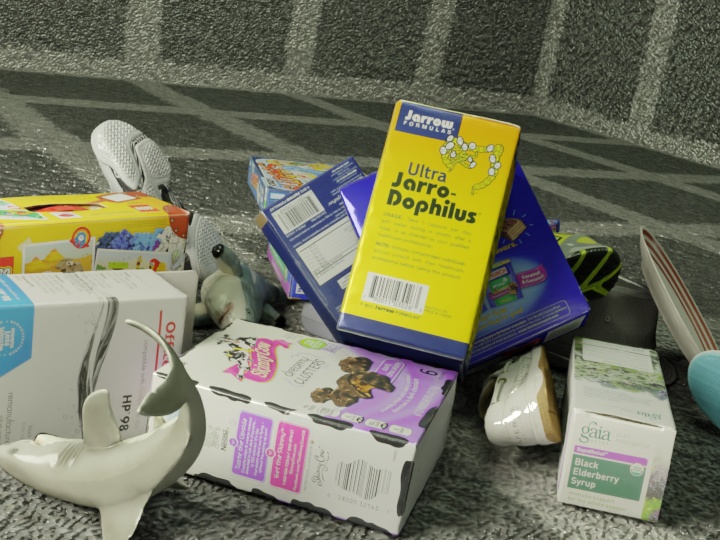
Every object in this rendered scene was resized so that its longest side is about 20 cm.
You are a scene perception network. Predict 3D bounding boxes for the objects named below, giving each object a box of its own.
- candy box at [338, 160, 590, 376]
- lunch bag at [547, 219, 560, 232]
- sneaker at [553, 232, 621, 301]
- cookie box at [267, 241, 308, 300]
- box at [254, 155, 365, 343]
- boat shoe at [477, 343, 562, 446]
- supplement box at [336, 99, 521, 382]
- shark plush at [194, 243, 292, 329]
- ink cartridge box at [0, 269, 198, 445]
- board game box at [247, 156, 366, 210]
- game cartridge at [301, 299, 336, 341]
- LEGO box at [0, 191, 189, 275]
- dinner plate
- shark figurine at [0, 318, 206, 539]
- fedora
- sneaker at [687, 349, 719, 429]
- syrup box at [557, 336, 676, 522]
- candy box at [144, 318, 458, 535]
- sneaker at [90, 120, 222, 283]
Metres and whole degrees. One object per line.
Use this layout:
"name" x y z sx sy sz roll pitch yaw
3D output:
"candy box" 0.094 -0.012 0.989 0.168 0.202 0.077 -22 -15 -2
"lunch bag" 0.140 -0.022 1.400 0.199 0.095 0.150 9 15 37
"sneaker" 0.166 0.001 1.090 0.198 0.076 0.076 -2 23 -23
"cookie box" 0.007 -0.019 1.172 0.198 0.076 0.171 5 15 -14
"box" 0.000 0.000 1.046 0.121 0.201 0.032 -33 -5 -27
"boat shoe" 0.135 0.110 0.924 0.069 0.072 0.200 -15 -1 11
"supplement box" 0.060 -0.022 0.897 0.108 0.202 0.109 13 -13 8
"shark plush" -0.116 0.042 1.106 0.083 0.091 0.200 33 0 13
"ink cartridge box" -0.201 0.064 0.797 0.198 0.117 0.067 -3 19 -37
"board game box" -0.050 -0.087 1.179 0.134 0.035 0.200 4 15 -13
"game cartridge" 0.043 0.058 1.125 0.198 0.041 0.133 13 12 13
"LEGO box" -0.247 0.020 0.869 0.077 0.151 0.199 21 19 38
"dinner plate" 0.345 0.044 1.148 0.024 0.201 0.200 -28 3 20
"shark figurine" -0.138 0.125 0.653 0.128 0.214 0.090 33 46 -24
"fedora" 0.258 0.050 1.170 0.198 0.091 0.177 12 16 11
"sneaker" 0.420 0.128 1.014 0.199 0.080 0.130 30 26 30
"syrup box" 0.209 0.125 0.886 0.078 0.082 0.200 10 15 9
"candy box" -0.040 0.110 0.812 0.198 0.072 0.168 13 15 12
"sneaker" -0.234 -0.054 1.084 0.114 0.201 0.075 -17 35 26
